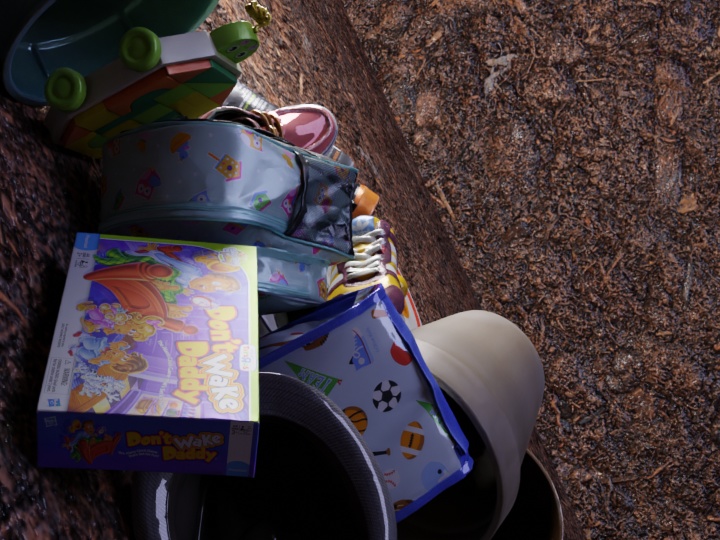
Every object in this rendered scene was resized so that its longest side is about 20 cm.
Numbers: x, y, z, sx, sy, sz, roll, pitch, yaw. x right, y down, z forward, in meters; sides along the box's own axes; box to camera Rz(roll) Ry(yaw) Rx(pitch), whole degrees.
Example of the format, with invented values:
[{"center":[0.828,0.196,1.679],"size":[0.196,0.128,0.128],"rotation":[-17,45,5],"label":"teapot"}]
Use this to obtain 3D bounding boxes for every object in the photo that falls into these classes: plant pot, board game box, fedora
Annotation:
[{"center":[-0.236,-0.269,0.939],"size":[0.198,0.199,0.200],"rotation":[57,10,8],"label":"plant pot"},{"center":[0.088,0.277,1.203],"size":[0.201,0.184,0.189],"rotation":[105,-32,-61],"label":"plant pot"},{"center":[-0.135,0.050,0.802],"size":[0.201,0.132,0.045],"rotation":[-99,-164,-56],"label":"board game box"},{"center":[-0.069,0.181,0.842],"size":[0.202,0.175,0.090],"rotation":[57,-20,9],"label":"fedora"},{"center":[0.079,0.125,1.072],"size":[0.173,0.198,0.202],"rotation":[-35,100,-47],"label":"plant pot"}]

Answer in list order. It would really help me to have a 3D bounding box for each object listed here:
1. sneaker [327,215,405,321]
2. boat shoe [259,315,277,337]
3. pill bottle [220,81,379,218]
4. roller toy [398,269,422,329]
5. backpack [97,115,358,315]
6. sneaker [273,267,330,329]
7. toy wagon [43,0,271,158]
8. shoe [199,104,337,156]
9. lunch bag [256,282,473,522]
[{"center":[0.000,0.000,1.060],"size":[0.200,0.074,0.092],"rotation":[-109,-168,-82],"label":"sneaker"},{"center":[-0.095,0.008,1.233],"size":[0.202,0.069,0.071],"rotation":[61,12,-16],"label":"boat shoe"},{"center":[-0.078,-0.102,1.265],"size":[0.198,0.107,0.106],"rotation":[33,16,-6],"label":"pill bottle"},{"center":[-0.009,0.045,1.365],"size":[0.184,0.138,0.200],"rotation":[62,12,-8],"label":"roller toy"},{"center":[-0.117,-0.042,0.985],"size":[0.199,0.173,0.156],"rotation":[29,63,-50],"label":"backpack"},{"center":[-0.058,0.002,1.127],"size":[0.100,0.077,0.203],"rotation":[91,-19,-73],"label":"sneaker"},{"center":[-0.157,-0.153,0.972],"size":[0.040,0.198,0.155],"rotation":[67,12,9],"label":"toy wagon"},{"center":[-0.097,-0.122,1.155],"size":[0.072,0.198,0.091],"rotation":[63,-26,7],"label":"shoe"},{"center":[-0.030,0.124,0.950],"size":[0.172,0.198,0.124],"rotation":[61,12,-8],"label":"lunch bag"}]
